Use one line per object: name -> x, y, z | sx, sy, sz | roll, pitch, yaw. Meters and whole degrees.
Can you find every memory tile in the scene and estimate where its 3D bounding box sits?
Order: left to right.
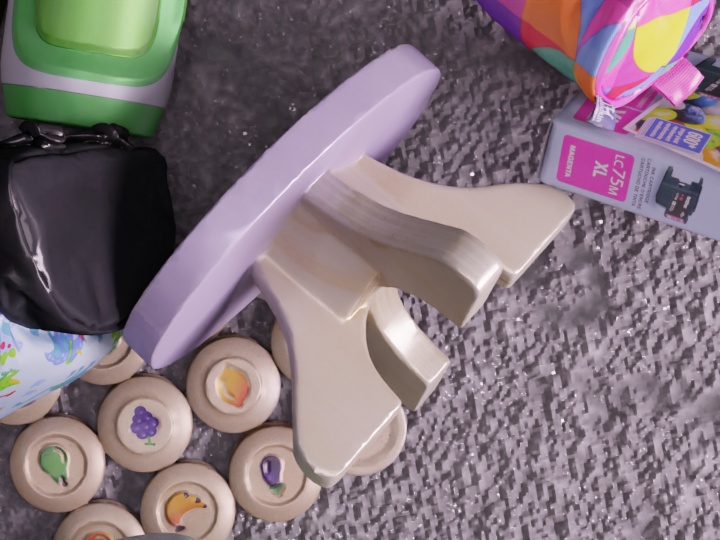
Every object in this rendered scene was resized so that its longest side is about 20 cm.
memory tile -> -0.088, 0.068, 0.929 | 0.199, 0.017, 0.154 | -25, 94, -2

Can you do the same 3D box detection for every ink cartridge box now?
ink cartridge box -> 0.198, -0.050, 0.858 | 0.199, 0.119, 0.042 | 22, 126, 17

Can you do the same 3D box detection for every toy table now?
toy table -> 0.000, 0.000, 0.849 | 0.117, 0.184, 0.200 | 41, 81, 8

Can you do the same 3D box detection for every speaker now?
speaker -> -0.123, -0.170, 0.881 | 0.088, 0.088, 0.202 | 8, 92, -4

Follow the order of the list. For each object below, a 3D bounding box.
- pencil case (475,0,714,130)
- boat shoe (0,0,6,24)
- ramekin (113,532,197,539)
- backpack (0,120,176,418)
pencil case -> 0.076, -0.155, 0.858 | 0.088, 0.088, 0.200 | -46, 64, 0
boat shoe -> -0.207, -0.176, 0.888 | 0.067, 0.072, 0.202 | 10, 83, 0
ramekin -> -0.137, 0.202, 0.837 | 0.198, 0.200, 0.098 | -21, 98, -2
backpack -> -0.199, 0.016, 0.845 | 0.198, 0.163, 0.155 | -5, 94, 17
